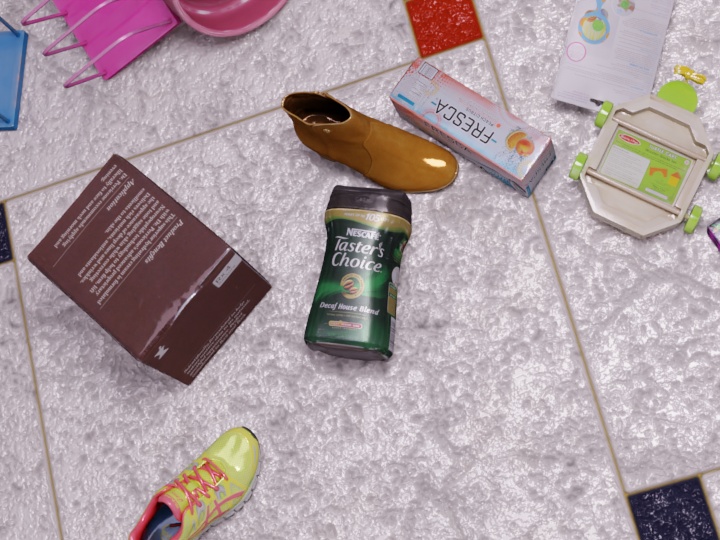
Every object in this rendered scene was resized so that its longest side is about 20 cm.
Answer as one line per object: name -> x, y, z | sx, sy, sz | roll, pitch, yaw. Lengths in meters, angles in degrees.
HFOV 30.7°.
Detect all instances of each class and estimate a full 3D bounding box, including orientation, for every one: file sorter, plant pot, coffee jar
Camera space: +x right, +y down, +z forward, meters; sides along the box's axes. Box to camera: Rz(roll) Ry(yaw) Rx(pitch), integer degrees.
file sorter -> -0.354, -0.349, 1.635 | 0.139, 0.125, 0.200 | -31, 95, 28
plant pot -> -0.196, -0.423, 1.650 | 0.200, 0.200, 0.179 | -45, 54, -1
coffee jar -> 0.000, 0.000, 1.533 | 0.104, 0.085, 0.201 | 5, 76, 15
file sorter -> -0.562, -0.267, 1.723 | 0.199, 0.123, 0.140 | -1, 74, 14

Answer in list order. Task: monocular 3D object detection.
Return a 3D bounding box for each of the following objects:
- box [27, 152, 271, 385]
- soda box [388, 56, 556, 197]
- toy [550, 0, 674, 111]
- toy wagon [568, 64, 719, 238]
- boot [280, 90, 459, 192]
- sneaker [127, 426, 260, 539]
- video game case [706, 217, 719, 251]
box -> -0.247, 0.001, 1.550 | 0.200, 0.164, 0.166 | 39, 86, 20
soda box -> 0.132, -0.170, 1.556 | 0.200, 0.068, 0.064 | 35, 86, 20
toy -> 0.301, -0.285, 1.550 | 0.115, 0.047, 0.201 | 15, 93, -4
toy wagon -> 0.339, -0.139, 1.504 | 0.155, 0.040, 0.201 | 26, 82, 8
boot -> 0.010, -0.152, 1.541 | 0.200, 0.144, 0.071 | 15, 80, 17
sneaker -> -0.191, 0.262, 1.506 | 0.078, 0.090, 0.200 | 37, 85, 21
video game case -> 0.512, -0.015, 1.438 | 0.181, 0.036, 0.200 | -33, 70, 3
